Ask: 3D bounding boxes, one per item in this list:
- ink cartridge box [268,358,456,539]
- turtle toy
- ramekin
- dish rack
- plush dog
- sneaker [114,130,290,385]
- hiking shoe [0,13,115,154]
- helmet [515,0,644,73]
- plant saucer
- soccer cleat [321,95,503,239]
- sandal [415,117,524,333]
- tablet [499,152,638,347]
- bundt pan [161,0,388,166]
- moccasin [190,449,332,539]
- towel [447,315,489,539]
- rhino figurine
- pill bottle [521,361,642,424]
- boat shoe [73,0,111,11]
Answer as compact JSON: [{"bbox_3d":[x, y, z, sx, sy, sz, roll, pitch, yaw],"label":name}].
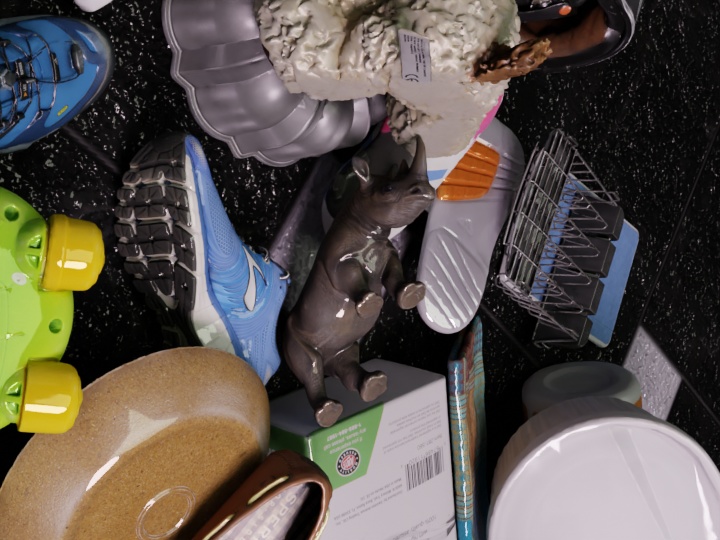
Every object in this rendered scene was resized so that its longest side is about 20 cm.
[{"bbox_3d":[-0.002,0.189,0.821,0.145,0.084,0.204,-16,108,-41],"label":"ink cartridge box"},{"bbox_3d":[-0.222,0.042,0.573,0.143,0.101,0.204,9,93,-22],"label":"turtle toy"},{"bbox_3d":[0.200,0.200,0.909,0.198,0.094,0.206,0,105,-2],"label":"ramekin"},{"bbox_3d":[0.168,-0.026,0.940,0.200,0.054,0.156,36,69,-52],"label":"dish rack"},{"bbox_3d":[0.047,-0.186,0.678,0.198,0.159,0.175,19,68,-43],"label":"plush dog"},{"bbox_3d":[-0.099,0.000,0.717,0.089,0.078,0.203,-38,129,-42],"label":"sneaker"},{"bbox_3d":[-0.207,-0.090,0.580,0.199,0.086,0.076,-30,116,-38],"label":"hiking shoe"},{"bbox_3d":[0.140,-0.271,0.827,0.198,0.198,0.194,14,74,-44],"label":"helmet"},{"bbox_3d":[-0.129,0.142,0.670,0.198,0.035,0.203,-27,137,-28],"label":"plant saucer"},{"bbox_3d":[0.037,-0.088,0.835,0.200,0.070,0.087,-46,165,-25],"label":"soccer cleat"},{"bbox_3d":[0.073,-0.041,0.881,0.079,0.059,0.209,33,60,-21],"label":"sandal"},{"bbox_3d":[0.207,-0.016,1.048,0.199,0.014,0.132,30,75,-43],"label":"tablet"},{"bbox_3d":[-0.036,-0.173,0.746,0.200,0.075,0.206,-8,102,-43],"label":"bundt pan"},{"bbox_3d":[-0.086,0.203,0.657,0.074,0.078,0.201,45,83,-8],"label":"moccasin"},{"bbox_3d":[0.095,0.153,0.904,0.147,0.021,0.204,-49,136,-74],"label":"towel"},{"bbox_3d":[0.000,0.000,0.734,0.059,0.087,0.202,5,117,-37],"label":"rhino figurine"},{"bbox_3d":[0.214,0.198,1.016,0.111,0.111,0.204,-21,110,-40],"label":"pill bottle"},{"bbox_3d":[-0.117,-0.236,0.672,0.199,0.073,0.067,-40,137,-22],"label":"boat shoe"}]
